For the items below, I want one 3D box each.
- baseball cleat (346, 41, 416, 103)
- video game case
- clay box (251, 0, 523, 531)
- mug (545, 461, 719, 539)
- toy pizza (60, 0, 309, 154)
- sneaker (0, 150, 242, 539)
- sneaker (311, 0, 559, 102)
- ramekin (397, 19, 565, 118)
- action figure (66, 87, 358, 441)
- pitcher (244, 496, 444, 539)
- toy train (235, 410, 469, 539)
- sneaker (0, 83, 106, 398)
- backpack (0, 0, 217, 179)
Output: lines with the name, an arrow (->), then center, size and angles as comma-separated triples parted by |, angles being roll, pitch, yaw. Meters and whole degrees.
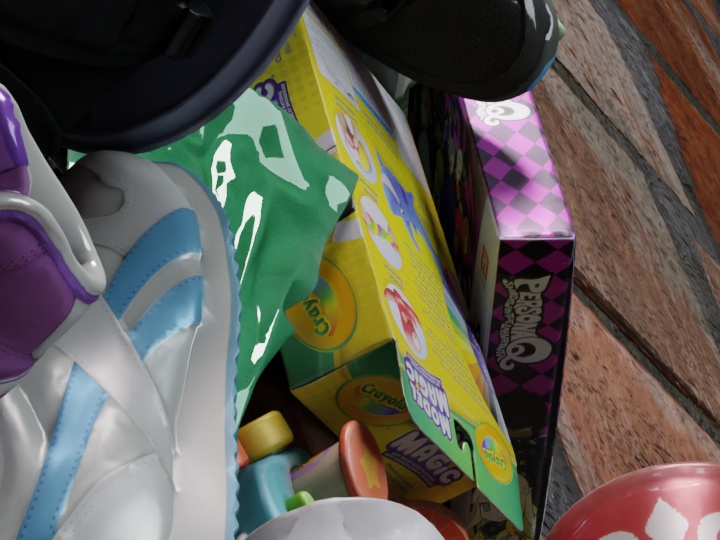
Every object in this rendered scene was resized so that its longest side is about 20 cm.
baseball cleat -> -0.022, -0.166, 1.100 | 0.070, 0.106, 0.201 | 128, -39, -75
video game case -> 0.048, -0.001, 1.120 | 0.201, 0.036, 0.182 | -102, -167, -51
clay box -> 0.000, 0.000, 0.993 | 0.115, 0.047, 0.201 | 47, 23, -52
mug -> 0.151, 0.203, 1.075 | 0.178, 0.133, 0.200 | 50, 21, -24
toy pizza -> -0.064, -0.134, 0.814 | 0.032, 0.200, 0.201 | 5, 52, -46
sneaker -> -0.080, 0.031, 0.726 | 0.080, 0.077, 0.201 | 14, 35, -16
sneaker -> -0.013, -0.130, 1.011 | 0.200, 0.073, 0.082 | 39, 19, -1
ramekin -> -0.006, -0.151, 1.239 | 0.200, 0.098, 0.200 | 47, 8, -8
action figure -> -0.064, 0.011, 0.855 | 0.118, 0.055, 0.201 | 29, 40, -17
pitcher -> 0.008, 0.166, 0.737 | 0.200, 0.120, 0.173 | -96, 168, -81
toy train -> 0.016, 0.125, 0.926 | 0.200, 0.055, 0.151 | 44, 20, -44
sneaker -> -0.138, -0.018, 0.586 | 0.200, 0.114, 0.073 | 24, 37, -53
backpack -> -0.147, -0.113, 0.710 | 0.200, 0.163, 0.154 | 17, 35, -58
